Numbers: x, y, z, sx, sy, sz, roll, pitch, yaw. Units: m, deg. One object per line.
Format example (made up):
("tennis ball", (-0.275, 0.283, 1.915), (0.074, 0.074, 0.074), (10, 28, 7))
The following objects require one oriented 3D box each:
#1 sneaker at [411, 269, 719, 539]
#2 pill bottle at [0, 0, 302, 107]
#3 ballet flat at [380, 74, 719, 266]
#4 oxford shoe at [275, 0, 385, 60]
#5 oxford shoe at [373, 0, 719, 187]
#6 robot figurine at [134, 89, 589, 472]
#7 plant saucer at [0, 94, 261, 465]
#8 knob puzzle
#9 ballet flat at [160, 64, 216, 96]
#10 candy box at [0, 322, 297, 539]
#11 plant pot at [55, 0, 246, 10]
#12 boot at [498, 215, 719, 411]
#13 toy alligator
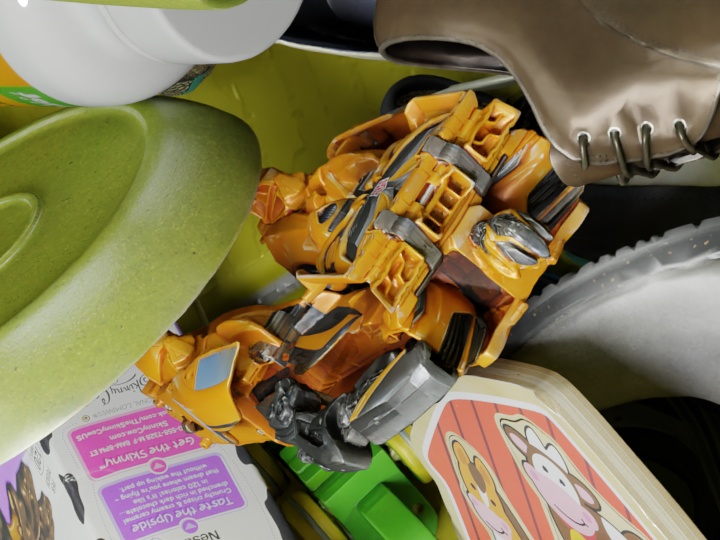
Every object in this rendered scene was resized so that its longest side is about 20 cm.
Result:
("sneaker", (0.066, 0.053, 0.991), (0.200, 0.083, 0.071), (30, 121, 36))
("pill bottle", (-0.115, -0.112, 1.014), (0.200, 0.111, 0.111), (3, 104, 43))
("ballet flat", (0.078, -0.032, 0.966), (0.200, 0.073, 0.073), (14, 111, 44))
("oxford shoe", (0.048, -0.098, 0.965), (0.200, 0.074, 0.071), (-10, 106, 47))
("oxford shoe", (0.095, -0.055, 0.816), (0.200, 0.073, 0.084), (19, 87, 26))
("robot figurine", (0.000, 0.000, 0.915), (0.058, 0.145, 0.200), (38, 158, -14))
("plant saucer", (-0.124, 0.002, 1.000), (0.200, 0.200, 0.031), (-9, 127, 46))
("knob puzzle", (0.072, 0.105, 0.889), (0.220, 0.030, 0.220), (47, 163, 20))
("ballet flat", (-0.116, -0.150, 1.133), (0.200, 0.068, 0.075), (58, 159, 13))
("candy box", (-0.084, 0.123, 1.101), (0.200, 0.072, 0.168), (58, 152, 33))
("plant pot", (-0.108, -0.157, 0.865), (0.200, 0.187, 0.187), (26, 120, 19))
("boot", (0.133, 0.046, 0.845), (0.200, 0.070, 0.132), (-24, 75, 31))
("toy alligator", (-0.023, 0.059, 1.109), (0.200, 0.059, 0.054), (43, 172, 36))
